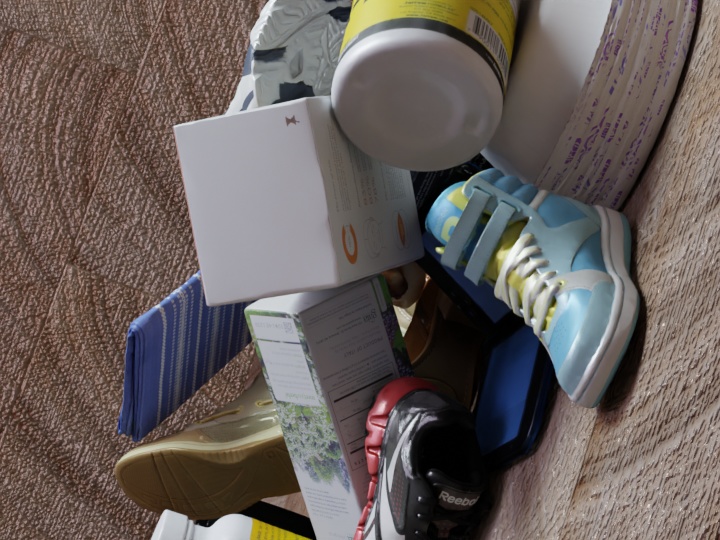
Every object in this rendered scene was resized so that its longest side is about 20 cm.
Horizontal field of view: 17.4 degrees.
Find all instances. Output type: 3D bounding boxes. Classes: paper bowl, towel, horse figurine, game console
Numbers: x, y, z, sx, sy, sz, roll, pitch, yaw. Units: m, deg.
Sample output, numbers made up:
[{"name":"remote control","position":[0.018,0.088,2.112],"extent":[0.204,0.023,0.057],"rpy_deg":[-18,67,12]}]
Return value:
[{"name":"paper bowl","position":[0.147,-0.131,1.622],"extent":[0.201,0.104,0.201],"rpy_deg":[-158,90,-83]},{"name":"towel","position":[-0.118,0.034,1.838],"extent":[0.200,0.024,0.145],"rpy_deg":[-42,-24,-35]},{"name":"horse figurine","position":[0.000,0.000,1.829],"extent":[0.200,0.132,0.050],"rpy_deg":[25,-99,-69]},{"name":"game console","position":[0.074,0.042,1.656],"extent":[0.118,0.171,0.200],"rpy_deg":[-43,-2,-19]}]

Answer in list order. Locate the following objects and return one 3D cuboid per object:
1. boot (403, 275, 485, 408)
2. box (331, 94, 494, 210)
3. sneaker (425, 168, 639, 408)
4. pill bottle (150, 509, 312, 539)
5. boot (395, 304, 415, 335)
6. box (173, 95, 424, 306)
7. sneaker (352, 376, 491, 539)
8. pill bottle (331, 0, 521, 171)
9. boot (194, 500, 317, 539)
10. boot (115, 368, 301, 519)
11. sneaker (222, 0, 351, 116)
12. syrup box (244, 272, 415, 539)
[{"name":"boot","position":[0.056,0.067,1.896],"extent":[0.200,0.074,0.155],"rpy_deg":[-56,10,9]},{"name":"box","position":[0.077,-0.134,1.799],"extent":[0.182,0.104,0.200],"rpy_deg":[-12,-43,-47]},{"name":"sneaker","position":[0.100,0.007,1.457],"extent":[0.200,0.131,0.080],"rpy_deg":[-85,18,-64]},{"name":"pill bottle","position":[-0.065,0.246,1.757],"extent":[0.104,0.200,0.104],"rpy_deg":[-159,90,-83]},{"name":"boot","position":[0.076,-0.032,2.037],"extent":[0.200,0.072,0.155],"rpy_deg":[-82,16,-62]},{"name":"box","position":[-0.038,-0.052,1.606],"extent":[0.200,0.097,0.124],"rpy_deg":[-17,-83,-72]},{"name":"sneaker","position":[0.043,0.176,1.635],"extent":[0.098,0.071,0.201],"rpy_deg":[3,87,58]},{"name":"pill bottle","position":[0.050,-0.171,1.587],"extent":[0.200,0.114,0.114],"rpy_deg":[-77,10,-46]},{"name":"boot","position":[-0.046,0.211,1.850],"extent":[0.076,0.168,0.200],"rpy_deg":[-78,11,-45]},{"name":"boot","position":[-0.086,0.114,1.848],"extent":[0.200,0.073,0.155],"rpy_deg":[-16,30,25]},{"name":"sneaker","position":[-0.071,-0.127,1.779],"extent":[0.130,0.079,0.199],"rpy_deg":[177,99,-66]},{"name":"syrup box","position":[-0.006,0.106,1.707],"extent":[0.079,0.081,0.200],"rpy_deg":[3,114,57]}]
